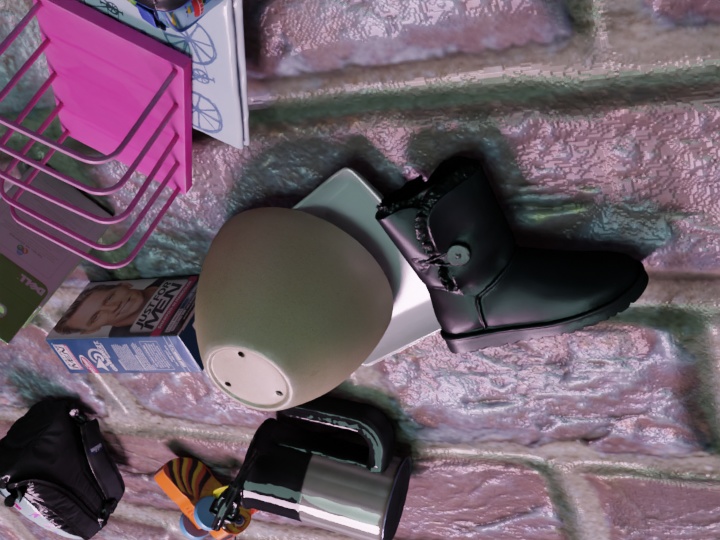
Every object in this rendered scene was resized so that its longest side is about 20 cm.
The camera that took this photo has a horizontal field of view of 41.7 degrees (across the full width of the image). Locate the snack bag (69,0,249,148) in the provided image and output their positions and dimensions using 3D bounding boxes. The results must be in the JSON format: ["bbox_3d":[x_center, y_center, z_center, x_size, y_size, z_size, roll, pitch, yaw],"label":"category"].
[{"bbox_3d":[-0.183,-0.193,0.778,0.200,0.021,0.189,23,153,10],"label":"snack bag"}]

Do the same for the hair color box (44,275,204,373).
[{"bbox_3d":[-0.250,0.062,1.080,0.200,0.100,0.061,-4,129,29],"label":"hair color box"}]

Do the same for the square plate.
[{"bbox_3d":[0.000,0.000,0.949,0.200,0.028,0.198,43,136,-17],"label":"square plate"}]

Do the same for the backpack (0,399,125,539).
[{"bbox_3d":[-0.441,0.300,1.388,0.127,0.167,0.200,14,144,42],"label":"backpack"}]

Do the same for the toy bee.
[{"bbox_3d":[-0.206,0.348,1.359,0.131,0.109,0.200,-11,102,44],"label":"toy bee"}]

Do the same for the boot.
[{"bbox_3d":[0.129,-0.023,0.824,0.200,0.076,0.168,-17,115,24],"label":"boot"}]

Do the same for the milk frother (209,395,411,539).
[{"bbox_3d":[-0.056,0.263,1.113,0.188,0.200,0.181,12,132,15],"label":"milk frother"}]

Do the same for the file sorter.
[{"bbox_3d":[-0.236,-0.109,0.811,0.139,0.125,0.200,27,153,4],"label":"file sorter"}]

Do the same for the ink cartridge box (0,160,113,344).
[{"bbox_3d":[-0.358,-0.012,0.984,0.104,0.200,0.059,39,137,-12],"label":"ink cartridge box"}]

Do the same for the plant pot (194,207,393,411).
[{"bbox_3d":[-0.082,0.057,0.926,0.200,0.134,0.200,13,136,13],"label":"plant pot"}]

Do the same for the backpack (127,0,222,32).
[{"bbox_3d":[-0.155,-0.285,0.638,0.200,0.183,0.135,33,157,13],"label":"backpack"}]
